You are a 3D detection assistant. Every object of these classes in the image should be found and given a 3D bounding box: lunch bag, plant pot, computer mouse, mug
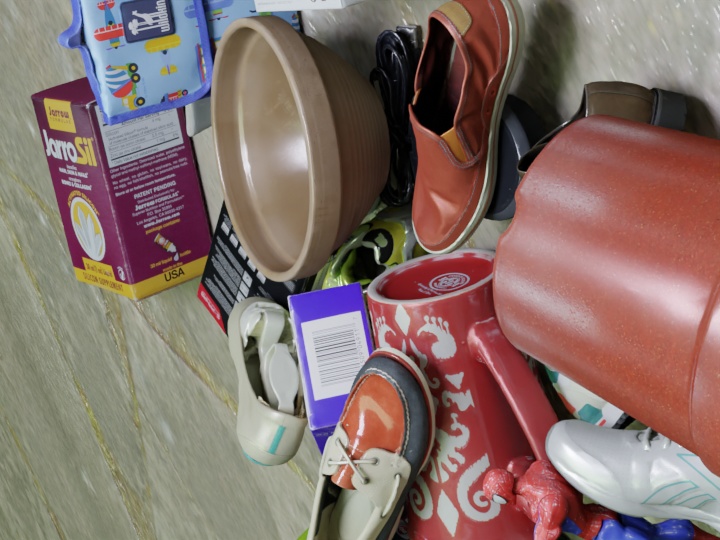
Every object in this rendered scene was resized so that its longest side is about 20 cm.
[{"bbox_3d":[-0.157,-0.215,1.239,0.094,0.199,0.152,17,124,50],"label":"lunch bag"},{"bbox_3d":[0.192,0.010,0.856,0.194,0.200,0.203,25,129,37],"label":"plant pot"},{"bbox_3d":[-0.039,-0.098,1.181,0.201,0.092,0.203,40,136,54],"label":"plant pot"},{"bbox_3d":[0.079,-0.097,1.115,0.200,0.052,0.140,28,123,54],"label":"computer mouse"},{"bbox_3d":[0.096,0.095,1.137,0.176,0.133,0.202,-2,110,36],"label":"mug"}]

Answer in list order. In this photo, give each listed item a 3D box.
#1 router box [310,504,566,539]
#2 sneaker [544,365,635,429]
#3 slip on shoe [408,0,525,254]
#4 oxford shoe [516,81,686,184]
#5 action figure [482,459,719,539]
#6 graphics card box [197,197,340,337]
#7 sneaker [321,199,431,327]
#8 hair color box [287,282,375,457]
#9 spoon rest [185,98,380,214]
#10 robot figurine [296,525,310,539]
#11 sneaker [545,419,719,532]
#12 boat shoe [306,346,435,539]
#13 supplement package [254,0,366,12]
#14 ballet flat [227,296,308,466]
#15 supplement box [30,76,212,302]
[{"bbox_3d":[0.078,0.235,1.226,0.200,0.149,0.062,44,141,29],"label":"router box"},{"bbox_3d":[0.176,0.038,1.034,0.094,0.070,0.200,49,147,17],"label":"sneaker"},{"bbox_3d":[0.058,-0.097,1.036,0.074,0.061,0.201,49,141,39],"label":"slip on shoe"},{"bbox_3d":[0.135,-0.048,1.012,0.073,0.084,0.201,-85,13,-49],"label":"oxford shoe"},{"bbox_3d":[0.157,0.195,1.037,0.099,0.199,0.065,-58,17,20],"label":"action figure"},{"bbox_3d":[-0.083,-0.002,1.404,0.126,0.051,0.201,51,145,24],"label":"graphics card box"},{"bbox_3d":[0.000,0.000,1.260,0.076,0.076,0.200,57,145,15],"label":"sneaker"},{"bbox_3d":[-0.012,0.096,1.249,0.200,0.064,0.110,74,-175,-70],"label":"hair color box"},{"bbox_3d":[-0.058,-0.110,1.308,0.199,0.061,0.100,26,132,28],"label":"spoon rest"},{"bbox_3d":[0.020,0.284,1.344,0.175,0.116,0.200,31,159,14],"label":"robot figurine"},{"bbox_3d":[0.220,0.126,1.000,0.198,0.070,0.081,17,115,14],"label":"sneaker"},{"bbox_3d":[0.002,0.145,1.110,0.071,0.062,0.201,34,131,25],"label":"boat shoe"},{"bbox_3d":[-0.023,-0.294,1.077,0.109,0.113,0.202,10,116,51],"label":"supplement package"},{"bbox_3d":[-0.073,0.073,1.280,0.201,0.069,0.070,-102,15,-49],"label":"ballet flat"},{"bbox_3d":[-0.233,-0.087,1.518,0.130,0.103,0.202,14,120,53],"label":"supplement box"}]
